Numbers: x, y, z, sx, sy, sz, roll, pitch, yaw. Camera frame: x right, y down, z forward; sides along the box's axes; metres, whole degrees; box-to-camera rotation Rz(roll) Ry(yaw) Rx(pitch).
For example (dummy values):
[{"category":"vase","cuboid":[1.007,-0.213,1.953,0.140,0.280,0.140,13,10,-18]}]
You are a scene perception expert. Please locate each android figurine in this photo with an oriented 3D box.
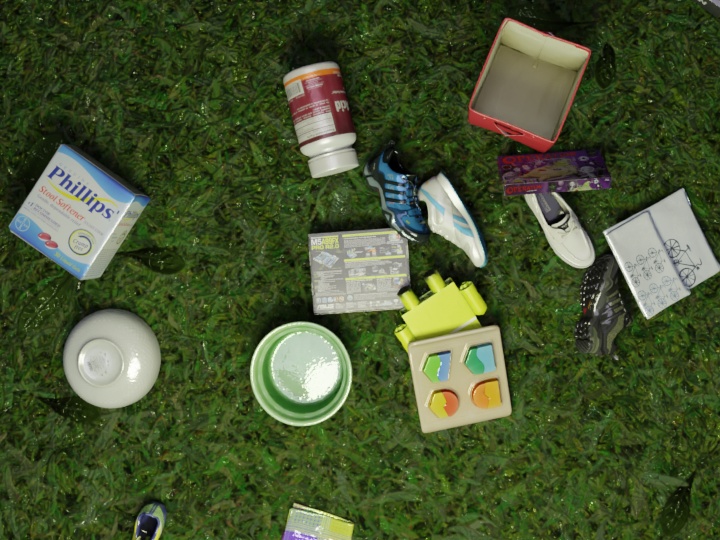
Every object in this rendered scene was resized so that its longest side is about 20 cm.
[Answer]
[{"category":"android figurine","cuboid":[0.160,0.100,1.705,0.181,0.041,0.201,-32,107,3]}]

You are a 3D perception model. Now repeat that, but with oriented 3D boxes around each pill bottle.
[{"category":"pill bottle","cuboid":[-0.072,-0.289,1.690,0.113,0.114,0.202,-14,92,4]}]

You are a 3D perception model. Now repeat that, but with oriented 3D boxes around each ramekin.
[{"category":"ramekin","cuboid":[-0.111,0.196,1.720,0.198,0.098,0.202,0,92,4]}]

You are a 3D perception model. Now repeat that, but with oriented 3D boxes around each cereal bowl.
[{"category":"cereal bowl","cuboid":[-0.505,0.180,1.750,0.198,0.083,0.203,0,93,2]}]

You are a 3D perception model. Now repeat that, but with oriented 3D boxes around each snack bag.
[{"category":"snack bag","cuboid":[0.588,-0.034,1.684,0.199,0.021,0.190,-27,91,-12]}]

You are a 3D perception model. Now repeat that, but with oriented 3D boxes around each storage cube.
[{"category":"storage cube","cuboid":[0.307,-0.337,1.629,0.169,0.180,0.202,22,94,6]}]

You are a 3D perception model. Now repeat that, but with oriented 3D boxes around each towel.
[{"category":"towel","cuboid":[-0.100,0.587,1.773,0.142,0.023,0.202,16,93,3]}]

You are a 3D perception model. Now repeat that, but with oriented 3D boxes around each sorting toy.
[{"category":"sorting toy","cuboid":[0.195,0.215,1.701,0.183,0.037,0.202,-11,107,-2]}]

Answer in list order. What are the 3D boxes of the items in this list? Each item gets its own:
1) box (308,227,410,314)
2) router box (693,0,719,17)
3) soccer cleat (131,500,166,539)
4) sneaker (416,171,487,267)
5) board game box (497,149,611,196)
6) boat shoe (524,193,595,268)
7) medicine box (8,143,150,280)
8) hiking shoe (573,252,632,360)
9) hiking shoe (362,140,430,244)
[{"category":"box","cuboid":[0.000,0.000,1.732,0.198,0.044,0.162,-5,91,3]},{"category":"router box","cuboid":[0.655,-0.609,1.665,0.199,0.052,0.158,36,94,1]},{"category":"soccer cleat","cuboid":[-0.443,0.564,1.761,0.064,0.084,0.202,17,93,2]},{"category":"sneaker","cuboid":[0.181,-0.089,1.709,0.080,0.076,0.201,-32,83,11]},{"category":"board game box","cuboid":[0.366,-0.188,1.669,0.198,0.120,0.033,-4,119,3]},{"category":"boat shoe","cuboid":[0.390,-0.091,1.695,0.072,0.066,0.201,-30,90,4]},{"category":"medicine box","cuboid":[-0.553,-0.115,1.730,0.181,0.103,0.201,34,95,1]},{"category":"hiking shoe","cuboid":[0.481,0.070,1.702,0.100,0.076,0.202,15,87,-20]},{"category":"hiking shoe","cuboid":[0.079,-0.144,1.676,0.087,0.074,0.201,-42,75,37]}]
